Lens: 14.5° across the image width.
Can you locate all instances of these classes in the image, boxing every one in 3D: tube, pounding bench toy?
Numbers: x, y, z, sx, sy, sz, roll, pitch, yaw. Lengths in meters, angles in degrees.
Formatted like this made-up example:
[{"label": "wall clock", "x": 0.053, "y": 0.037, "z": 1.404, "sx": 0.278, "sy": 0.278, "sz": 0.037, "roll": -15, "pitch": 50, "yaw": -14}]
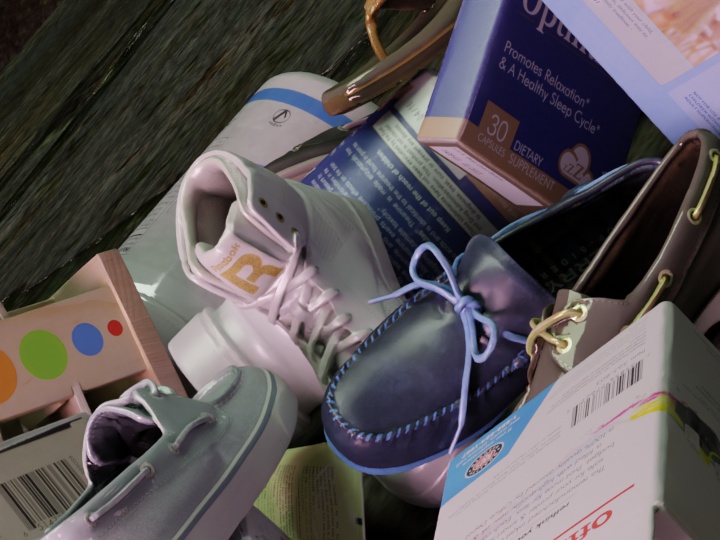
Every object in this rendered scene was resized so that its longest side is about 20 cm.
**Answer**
[{"label": "tube", "x": -0.032, "y": 0.115, "z": 1.346, "sx": 0.052, "sy": 0.058, "sz": 0.200, "roll": -46, "pitch": 12, "yaw": -16}, {"label": "pounding bench toy", "x": -0.207, "y": 0.100, "z": 1.508, "sx": 0.156, "sy": 0.125, "sz": 0.200, "roll": -19, "pitch": -12, "yaw": -37}]

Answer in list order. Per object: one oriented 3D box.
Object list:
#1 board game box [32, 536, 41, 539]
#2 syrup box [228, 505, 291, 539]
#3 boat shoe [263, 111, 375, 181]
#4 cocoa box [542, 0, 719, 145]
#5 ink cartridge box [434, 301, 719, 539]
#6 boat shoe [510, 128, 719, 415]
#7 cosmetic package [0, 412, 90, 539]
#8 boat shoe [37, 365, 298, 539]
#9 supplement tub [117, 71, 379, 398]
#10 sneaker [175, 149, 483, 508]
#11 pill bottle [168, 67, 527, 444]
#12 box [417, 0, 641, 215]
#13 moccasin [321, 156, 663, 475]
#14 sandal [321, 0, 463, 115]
[{"label": "board game box", "x": -0.177, "y": 0.194, "z": 1.273, "sx": 0.200, "sy": 0.026, "sz": 0.200, "roll": -19, "pitch": -31, "yaw": -43}, {"label": "syrup box", "x": -0.098, "y": 0.196, "z": 1.232, "sx": 0.200, "sy": 0.081, "sz": 0.079, "roll": -42, "pitch": 14, "yaw": 2}, {"label": "boat shoe", "x": 0.014, "y": -0.055, "z": 1.546, "sx": 0.199, "sy": 0.067, "sz": 0.057, "roll": -17, "pitch": 30, "yaw": -18}, {"label": "cocoa box", "x": 0.163, "y": -0.166, "z": 1.298, "sx": 0.133, "sy": 0.200, "sz": 0.131, "roll": -31, "pitch": 20, "yaw": 42}, {"label": "ink cartridge box", "x": 0.085, "y": 0.106, "z": 1.005, "sx": 0.115, "sy": 0.068, "sz": 0.200, "roll": -39, "pitch": 14, "yaw": 22}, {"label": "boat shoe", "x": 0.105, "y": 0.027, "z": 1.194, "sx": 0.202, "sy": 0.060, "sz": 0.072, "roll": -49, "pitch": 15, "yaw": -19}, {"label": "cosmetic package", "x": -0.178, "y": 0.168, "z": 1.354, "sx": 0.105, "sy": 0.071, "sz": 0.200, "roll": -20, "pitch": -30, "yaw": -42}, {"label": "boat shoe", "x": -0.085, "y": 0.082, "z": 1.212, "sx": 0.070, "sy": 0.072, "sz": 0.201, "roll": -37, "pitch": 11, "yaw": 28}, {"label": "supplement tub", "x": -0.059, "y": -0.002, "z": 1.600, "sx": 0.200, "sy": 0.132, "sz": 0.132, "roll": -51, "pitch": 16, "yaw": -24}, {"label": "sneaker", "x": -0.025, "y": 0.024, "z": 1.311, "sx": 0.074, "sy": 0.115, "sz": 0.200, "roll": -50, "pitch": 44, "yaw": 19}, {"label": "pill bottle", "x": 0.000, "y": 0.000, "z": 1.463, "sx": 0.200, "sy": 0.111, "sz": 0.111, "roll": -43, "pitch": 14, "yaw": 4}, {"label": "box", "x": 0.103, "y": -0.130, "z": 1.394, "sx": 0.032, "sy": 0.121, "sz": 0.201, "roll": 3, "pitch": 70, "yaw": 44}, {"label": "moccasin", "x": 0.060, "y": 0.009, "z": 1.252, "sx": 0.200, "sy": 0.080, "sz": 0.068, "roll": -40, "pitch": -22, "yaw": -23}, {"label": "sandal", "x": 0.041, "y": -0.153, "z": 1.482, "sx": 0.200, "sy": 0.054, "sz": 0.080, "roll": -48, "pitch": 9, "yaw": -20}]
